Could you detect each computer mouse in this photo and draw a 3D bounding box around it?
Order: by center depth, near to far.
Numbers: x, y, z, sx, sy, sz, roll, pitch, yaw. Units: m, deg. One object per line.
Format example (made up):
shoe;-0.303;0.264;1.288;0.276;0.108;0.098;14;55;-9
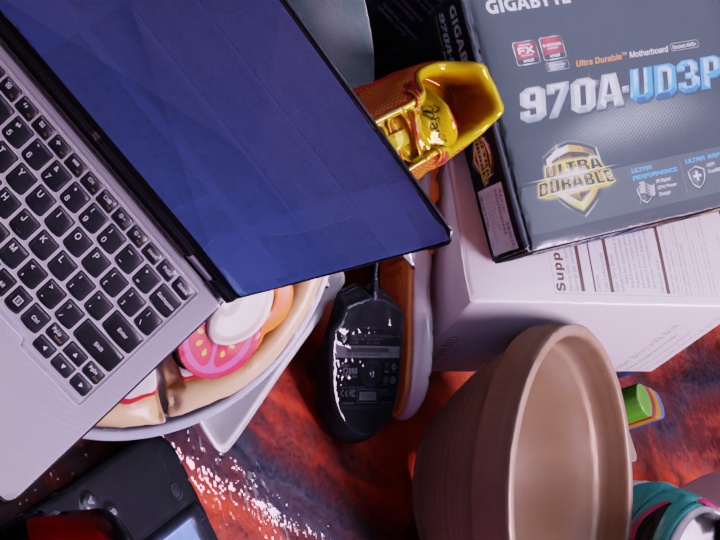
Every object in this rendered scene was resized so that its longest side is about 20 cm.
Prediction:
computer mouse;0.000;0.000;0.805;0.058;0.034;0.203;7;88;-40

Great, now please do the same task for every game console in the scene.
game console;-0.053;0.170;0.562;0.202;0.118;0.172;66;28;-4

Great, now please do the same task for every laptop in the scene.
laptop;-0.108;-0.023;0.497;0.188;0.200;0.116;51;-10;-26

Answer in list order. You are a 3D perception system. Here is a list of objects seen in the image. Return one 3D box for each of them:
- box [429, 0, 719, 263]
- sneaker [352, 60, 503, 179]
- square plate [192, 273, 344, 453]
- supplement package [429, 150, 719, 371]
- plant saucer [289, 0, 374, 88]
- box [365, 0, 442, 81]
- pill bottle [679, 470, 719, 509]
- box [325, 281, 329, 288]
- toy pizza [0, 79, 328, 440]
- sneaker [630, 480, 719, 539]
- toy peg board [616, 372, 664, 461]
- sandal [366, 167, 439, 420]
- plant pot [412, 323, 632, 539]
box;0.152;-0.102;0.846;0.198;0.046;0.161;-12;86;-26
sneaker;0.004;-0.069;0.719;0.200;0.077;0.074;-40;107;-43
square plate;-0.094;-0.032;0.732;0.201;0.028;0.198;59;30;-14
supplement package;0.128;-0.007;0.910;0.197;0.121;0.121;2;65;-21
plant saucer;-0.055;-0.182;0.815;0.202;0.038;0.202;56;-17;27
box;0.067;-0.165;0.926;0.143;0.198;0.036;36;37;-43
pill bottle;0.333;0.278;1.161;0.202;0.111;0.112;63;28;-7
box;-0.090;-0.084;0.707;0.136;0.037;0.203;9;62;-58
toy pizza;-0.093;-0.021;0.591;0.198;0.032;0.203;-7;105;-27
sneaker;0.199;0.235;0.893;0.083;0.120;0.203;23;71;-21
toy peg board;0.183;0.053;1.079;0.198;0.097;0.203;4;67;-59
sandal;0.010;-0.013;0.856;0.058;0.079;0.210;4;77;-20
plant pot;0.093;0.135;0.842;0.200;0.092;0.204;7;82;-60
